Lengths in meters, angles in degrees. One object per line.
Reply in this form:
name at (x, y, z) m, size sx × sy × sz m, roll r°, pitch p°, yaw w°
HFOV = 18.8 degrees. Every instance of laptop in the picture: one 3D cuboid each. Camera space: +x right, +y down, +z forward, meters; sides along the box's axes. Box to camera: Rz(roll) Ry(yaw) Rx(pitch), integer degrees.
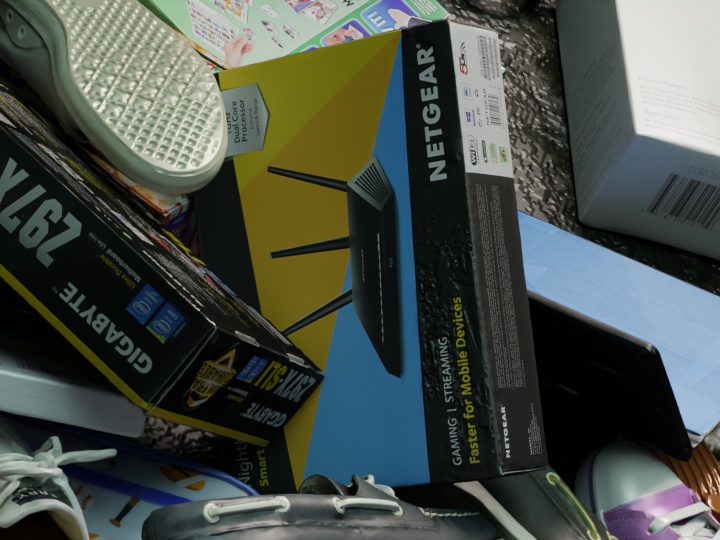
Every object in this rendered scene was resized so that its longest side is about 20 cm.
laptop at (0.105, 0.002, 1.093) m, size 0.187 × 0.200 × 0.116 m, roll 24°, pitch 73°, yaw 26°

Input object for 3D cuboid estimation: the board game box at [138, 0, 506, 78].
board game box at (-0.034, -0.140, 1.225) m, size 0.134 × 0.029 × 0.200 m, roll -35°, pitch 71°, yaw -24°

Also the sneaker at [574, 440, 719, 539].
sneaker at (0.185, 0.149, 1.015) m, size 0.072 × 0.114 × 0.201 m, roll -16°, pitch 67°, yaw -39°

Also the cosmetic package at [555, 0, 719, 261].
cosmetic package at (0.187, -0.111, 1.305) m, size 0.112 × 0.081 × 0.201 m, roll 15°, pitch 44°, yaw -15°

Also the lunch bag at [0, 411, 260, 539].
lunch bag at (-0.136, 0.129, 0.917) m, size 0.199 × 0.076 × 0.161 m, roll 20°, pitch 42°, yaw -11°

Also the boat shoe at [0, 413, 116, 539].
boat shoe at (-0.127, 0.099, 0.824) m, size 0.074 × 0.086 × 0.202 m, roll 0°, pitch 43°, yaw -34°

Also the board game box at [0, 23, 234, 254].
board game box at (-0.137, -0.085, 1.098) m, size 0.199 × 0.046 × 0.151 m, roll 34°, pitch 33°, yaw 18°

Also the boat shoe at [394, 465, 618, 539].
boat shoe at (0.089, 0.131, 1.005) m, size 0.060 × 0.072 × 0.201 m, roll -30°, pitch 63°, yaw -31°

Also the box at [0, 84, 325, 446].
box at (-0.118, -0.012, 0.920) m, size 0.200 × 0.049 × 0.160 m, roll 42°, pitch 1°, yaw 16°

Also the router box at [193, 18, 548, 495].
router box at (0.000, 0.000, 0.988) m, size 0.051 × 0.148 × 0.201 m, roll 2°, pitch 79°, yaw -58°

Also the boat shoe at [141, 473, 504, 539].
boat shoe at (-0.010, 0.113, 0.910) m, size 0.200 × 0.075 × 0.061 m, roll -1°, pitch 66°, yaw -55°

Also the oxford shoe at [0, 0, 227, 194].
oxford shoe at (-0.121, -0.088, 1.010) m, size 0.075 × 0.058 × 0.200 m, roll -8°, pitch 38°, yaw -33°

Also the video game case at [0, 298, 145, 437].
video game case at (-0.175, 0.029, 0.938) m, size 0.142 × 0.018 × 0.200 m, roll 13°, pitch 5°, yaw -16°

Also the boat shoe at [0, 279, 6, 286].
boat shoe at (-0.209, -0.027, 0.980) m, size 0.073 × 0.064 × 0.201 m, roll 14°, pitch 6°, yaw 28°

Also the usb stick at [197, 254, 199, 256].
usb stick at (-0.008, 0.020, 1.061) m, size 0.199 × 0.033 × 0.055 m, roll 23°, pitch 30°, yaw 30°

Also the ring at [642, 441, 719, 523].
ring at (0.105, 0.104, 1.105) m, size 0.199 × 0.019 × 0.201 m, roll 14°, pitch 45°, yaw -14°
